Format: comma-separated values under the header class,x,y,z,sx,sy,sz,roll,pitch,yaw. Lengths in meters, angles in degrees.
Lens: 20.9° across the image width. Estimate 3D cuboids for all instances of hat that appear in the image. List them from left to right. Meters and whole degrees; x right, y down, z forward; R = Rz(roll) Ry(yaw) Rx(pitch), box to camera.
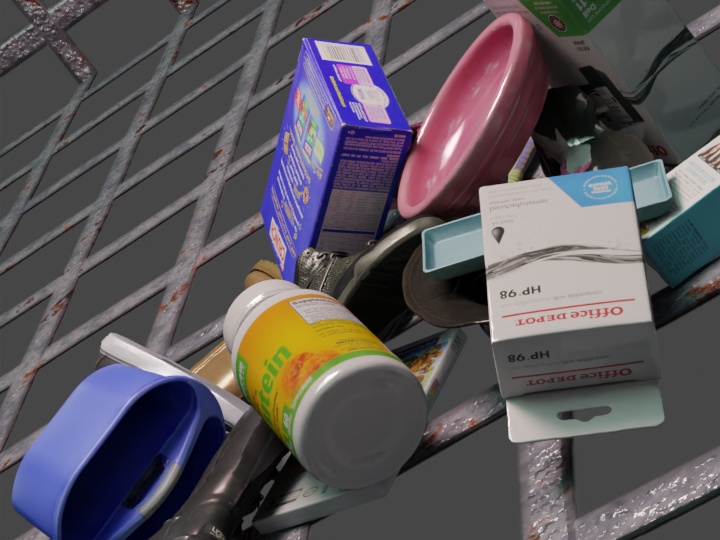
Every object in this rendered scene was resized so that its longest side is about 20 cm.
class,x,y,z,sx,sy,sz,roll,pitch,yaw
hat,0.132,0.018,1.545,0.201,0.081,0.201,-16,27,9

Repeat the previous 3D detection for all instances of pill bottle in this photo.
class,x,y,z,sx,sy,sz,roll,pitch,yaw
pill bottle,-0.037,0.082,1.561,0.111,0.111,0.200,-40,34,-5

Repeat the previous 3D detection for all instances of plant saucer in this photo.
class,x,y,z,sx,sy,sz,roll,pitch,yaw
plant saucer,0.102,-0.124,1.681,0.201,0.051,0.201,-57,14,23
plant saucer,0.145,-0.037,1.527,0.200,0.019,0.070,-16,28,10

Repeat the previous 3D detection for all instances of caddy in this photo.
class,x,y,z,sx,sy,sz,roll,pitch,yaw
caddy,-0.200,0.177,1.677,0.105,0.141,0.200,17,63,43

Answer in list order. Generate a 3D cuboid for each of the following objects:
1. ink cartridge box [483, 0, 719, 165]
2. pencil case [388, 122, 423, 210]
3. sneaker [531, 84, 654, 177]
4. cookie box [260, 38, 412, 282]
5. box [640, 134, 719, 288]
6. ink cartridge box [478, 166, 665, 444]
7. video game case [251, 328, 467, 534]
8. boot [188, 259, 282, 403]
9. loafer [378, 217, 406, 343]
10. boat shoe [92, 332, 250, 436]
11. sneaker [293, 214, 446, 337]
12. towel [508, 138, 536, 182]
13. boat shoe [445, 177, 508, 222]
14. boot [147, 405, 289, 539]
class,x,y,z,sx,sy,sz,roll,pitch,yaw
ink cartridge box,0.220,-0.191,1.704,0.083,0.200,0.147,-45,19,-12
pencil case,0.032,-0.094,1.921,0.094,0.091,0.200,-20,2,-18
sneaker,0.205,-0.078,1.671,0.080,0.086,0.200,-21,40,-1
cookie box,-0.027,-0.091,1.849,0.171,0.075,0.200,-112,32,-53
box,0.299,-0.074,1.521,0.200,0.049,0.082,-37,19,4
ink cartridge box,0.151,0.022,1.399,0.116,0.067,0.200,-8,45,7
video game case,0.001,0.132,1.631,0.143,0.018,0.200,-23,24,38
boot,-0.131,0.082,1.910,0.200,0.066,0.175,-43,19,-12
loafer,0.035,-0.004,1.807,0.200,0.072,0.063,-49,17,-20
boat shoe,-0.170,0.125,1.793,0.200,0.070,0.066,26,90,25
sneaker,0.000,0.000,1.685,0.199,0.076,0.114,-50,40,34
towel,0.128,-0.106,1.943,0.144,0.023,0.200,-20,26,40
boat shoe,0.101,-0.033,1.750,0.070,0.072,0.201,-31,26,44
boot,-0.135,0.200,1.623,0.165,0.066,0.200,-31,22,39
